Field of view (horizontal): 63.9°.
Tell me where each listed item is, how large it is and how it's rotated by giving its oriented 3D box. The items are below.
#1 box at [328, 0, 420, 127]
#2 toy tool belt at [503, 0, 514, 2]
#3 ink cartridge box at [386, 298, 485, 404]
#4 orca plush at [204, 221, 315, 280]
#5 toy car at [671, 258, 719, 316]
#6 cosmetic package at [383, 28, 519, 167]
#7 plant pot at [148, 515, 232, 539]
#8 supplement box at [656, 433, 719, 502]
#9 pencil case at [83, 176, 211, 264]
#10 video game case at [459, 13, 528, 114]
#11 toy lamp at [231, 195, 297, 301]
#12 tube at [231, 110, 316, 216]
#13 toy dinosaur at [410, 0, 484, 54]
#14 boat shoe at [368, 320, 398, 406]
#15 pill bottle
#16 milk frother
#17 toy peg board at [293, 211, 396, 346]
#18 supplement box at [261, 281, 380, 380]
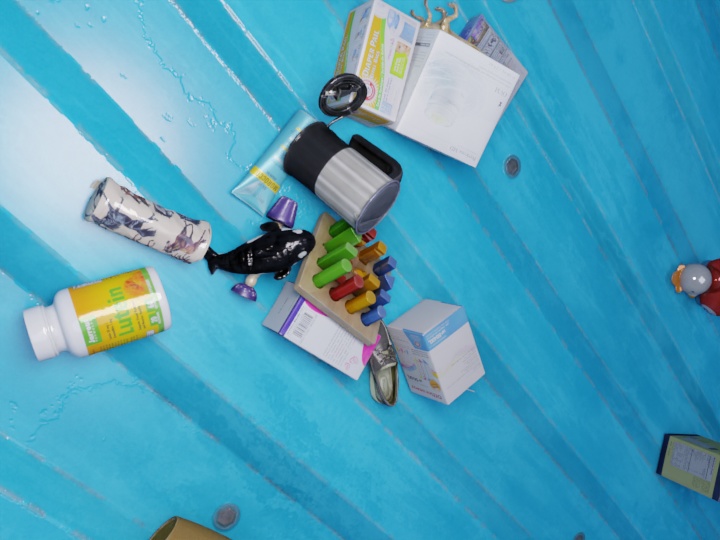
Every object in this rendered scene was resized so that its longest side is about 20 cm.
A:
[{"bbox_3d":[0.022,-0.393,1.113,0.112,0.101,0.201,14,90,-31],"label":"box"},{"bbox_3d":[0.319,-0.666,1.234,0.199,0.123,0.126,14,90,-30],"label":"toy tool belt"},{"bbox_3d":[0.169,0.184,1.259,0.125,0.128,0.201,-31,110,-29],"label":"ink cartridge box"},{"bbox_3d":[-0.181,-0.040,1.012,0.198,0.071,0.106,3,84,2],"label":"orca plush"},{"bbox_3d":[1.032,0.047,1.750,0.198,0.184,0.178,3,97,-1],"label":"toy car"},{"bbox_3d":[0.172,-0.342,1.157,0.198,0.123,0.201,18,106,-24],"label":"cosmetic package"},{"bbox_3d":[-0.291,0.544,1.035,0.186,0.186,0.200,-44,102,-17],"label":"plant pot"},{"bbox_3d":[1.091,0.614,1.816,0.199,0.199,0.135,10,92,-30],"label":"supplement box"},{"bbox_3d":[-0.350,-0.082,0.957,0.199,0.090,0.078,26,112,-30],"label":"pencil case"},{"bbox_3d":[0.261,-0.422,1.279,0.181,0.045,0.201,38,78,-29],"label":"video game case"},{"bbox_3d":[-0.175,-0.044,1.077,0.058,0.058,0.201,30,84,-30],"label":"toy lamp"},{"bbox_3d":[-0.153,-0.203,1.075,0.077,0.050,0.201,37,83,-30],"label":"tube"},{"bbox_3d":[0.169,-0.501,1.208,0.199,0.058,0.102,9,97,-11],"label":"toy dinosaur"},{"bbox_3d":[0.050,0.194,1.233,0.071,0.066,0.202,-14,104,-27],"label":"boat shoe"},{"bbox_3d":[-0.415,0.072,0.920,0.199,0.111,0.112,-18,106,-27],"label":"pill bottle"},{"bbox_3d":[-0.012,-0.206,1.014,0.188,0.200,0.180,40,67,16],"label":"milk frother"},{"bbox_3d":[0.000,0.000,1.099,0.199,0.098,0.201,40,43,-25],"label":"toy peg board"},{"bbox_3d":[-0.075,0.117,1.130,0.200,0.103,0.102,36,78,-27],"label":"supplement box"}]
